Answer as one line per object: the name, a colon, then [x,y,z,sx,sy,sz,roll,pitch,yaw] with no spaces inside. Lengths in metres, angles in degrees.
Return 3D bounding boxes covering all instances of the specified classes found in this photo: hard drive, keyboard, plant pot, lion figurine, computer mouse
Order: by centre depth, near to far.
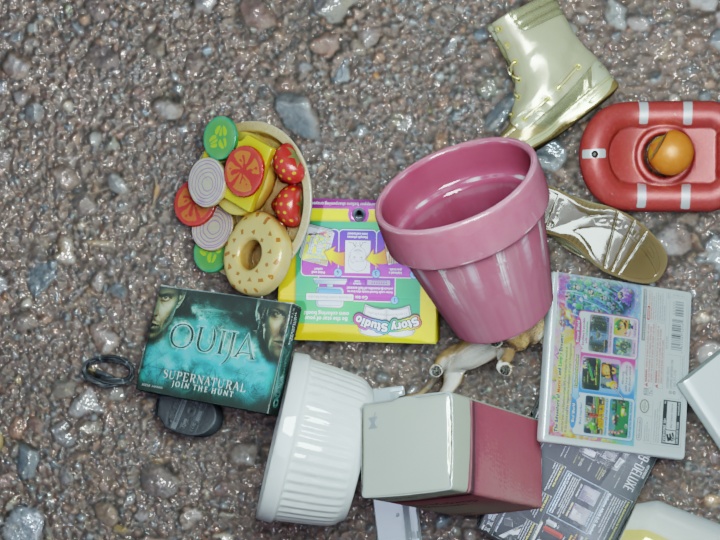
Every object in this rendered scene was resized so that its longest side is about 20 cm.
plant pot: [0.136,-0.026,1.550,0.198,0.201,0.180,-21,117,6]
hard drive: [0.480,0.180,1.605,0.131,0.026,0.201,-34,89,-17]
lion figurine: [0.141,0.099,1.637,0.198,0.123,0.073,-22,103,21]
keyboard: [0.038,0.247,1.689,0.056,0.011,0.203,-7,90,12]
computer mouse: [-0.262,0.157,1.714,0.198,0.034,0.059,24,85,12]

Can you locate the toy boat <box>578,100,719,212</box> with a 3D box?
toy boat: [0.355,-0.135,1.585,0.197,0.131,0.132,0,91,6]

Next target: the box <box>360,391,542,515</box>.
box: [0.107,0.215,1.559,0.127,0.199,0.110,-12,69,36]

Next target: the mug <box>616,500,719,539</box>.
mug: [0.367,0.350,1.573,0.152,0.186,0.151,28,103,12]

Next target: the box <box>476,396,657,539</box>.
box: [0.253,0.258,1.644,0.156,0.050,0.202,26,94,5]

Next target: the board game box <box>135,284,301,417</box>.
board game box: [-0.174,0.095,1.652,0.198,0.028,0.137,6,79,28]

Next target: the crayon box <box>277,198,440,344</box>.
crayon box: [0.000,0.000,1.664,0.197,0.058,0.175,2,92,7]

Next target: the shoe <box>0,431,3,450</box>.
shoe: [-0.538,0.273,1.731,0.070,0.053,0.200,42,95,4]

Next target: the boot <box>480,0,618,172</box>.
boot: [0.189,-0.223,1.631,0.199,0.073,0.156,-35,88,4]

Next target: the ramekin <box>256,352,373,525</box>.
ramekin: [-0.052,0.206,1.609,0.104,0.200,0.203,13,92,-4]

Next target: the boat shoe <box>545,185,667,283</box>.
boat shoe: [0.276,-0.050,1.627,0.198,0.065,0.072,30,96,4]

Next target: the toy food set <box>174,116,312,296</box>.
toy food set: [-0.143,-0.082,1.649,0.197,0.048,0.202,29,106,31]

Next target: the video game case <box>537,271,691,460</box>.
video game case: [0.301,0.112,1.602,0.180,0.024,0.203,8,77,-11]
